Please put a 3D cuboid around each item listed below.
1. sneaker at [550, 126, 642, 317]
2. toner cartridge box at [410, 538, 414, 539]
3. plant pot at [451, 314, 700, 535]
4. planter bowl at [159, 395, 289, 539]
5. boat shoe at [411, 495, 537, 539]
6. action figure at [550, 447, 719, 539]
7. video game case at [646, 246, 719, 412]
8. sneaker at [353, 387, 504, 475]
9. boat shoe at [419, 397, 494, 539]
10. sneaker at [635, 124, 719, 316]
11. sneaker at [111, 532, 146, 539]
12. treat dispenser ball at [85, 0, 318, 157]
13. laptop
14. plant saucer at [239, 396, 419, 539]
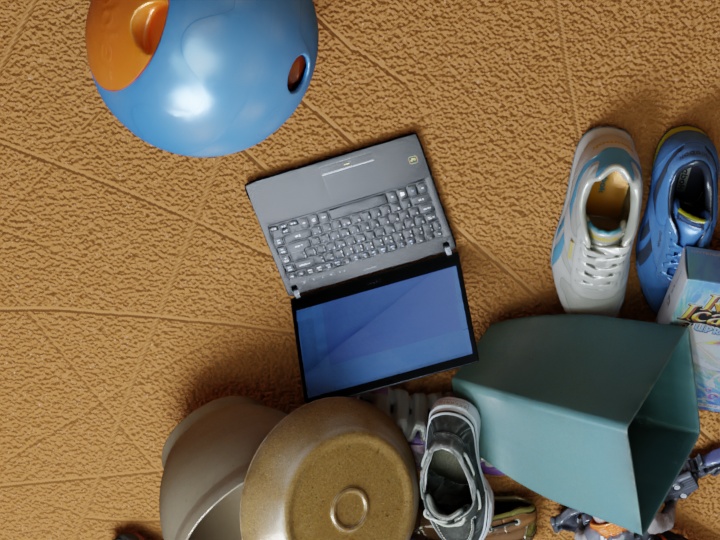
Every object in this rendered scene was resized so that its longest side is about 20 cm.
[{"bbox_3d":[0.219,-0.028,1.585,0.076,0.081,0.201,1,119,2],"label":"sneaker"},{"bbox_3d":[0.014,0.307,1.689,0.199,0.043,0.095,21,118,-27],"label":"toner cartridge box"},{"bbox_3d":[0.197,0.129,1.608,0.199,0.141,0.142,12,135,31],"label":"plant pot"},{"bbox_3d":[-0.116,0.210,1.679,0.199,0.135,0.201,-21,140,-19],"label":"planter bowl"},{"bbox_3d":[0.083,0.255,1.750,0.198,0.072,0.068,3,117,-9],"label":"boat shoe"},{"bbox_3d":[0.304,0.267,1.720,0.199,0.105,0.194,-32,120,21],"label":"action figure"},{"bbox_3d":[0.378,0.067,1.607,0.198,0.046,0.182,9,137,-2],"label":"video game case"},{"bbox_3d":[0.060,0.171,1.705,0.198,0.081,0.089,13,130,-5],"label":"sneaker"},{"bbox_3d":[0.083,0.210,1.631,0.071,0.071,0.201,7,134,19],"label":"boat shoe"},{"bbox_3d":[0.295,-0.031,1.580,0.065,0.079,0.202,2,119,1],"label":"sneaker"},{"bbox_3d":[-0.187,0.353,1.817,0.201,0.098,0.071,47,126,6],"label":"sneaker"},{"bbox_3d":[-0.135,-0.198,1.455,0.199,0.201,0.202,2,117,3],"label":"treat dispenser ball"},{"bbox_3d":[0.000,0.000,1.602,0.176,0.103,0.201,-16,115,11],"label":"laptop"},{"bbox_3d":[-0.018,0.220,1.590,0.199,0.035,0.202,-4,97,-33],"label":"plant saucer"}]
